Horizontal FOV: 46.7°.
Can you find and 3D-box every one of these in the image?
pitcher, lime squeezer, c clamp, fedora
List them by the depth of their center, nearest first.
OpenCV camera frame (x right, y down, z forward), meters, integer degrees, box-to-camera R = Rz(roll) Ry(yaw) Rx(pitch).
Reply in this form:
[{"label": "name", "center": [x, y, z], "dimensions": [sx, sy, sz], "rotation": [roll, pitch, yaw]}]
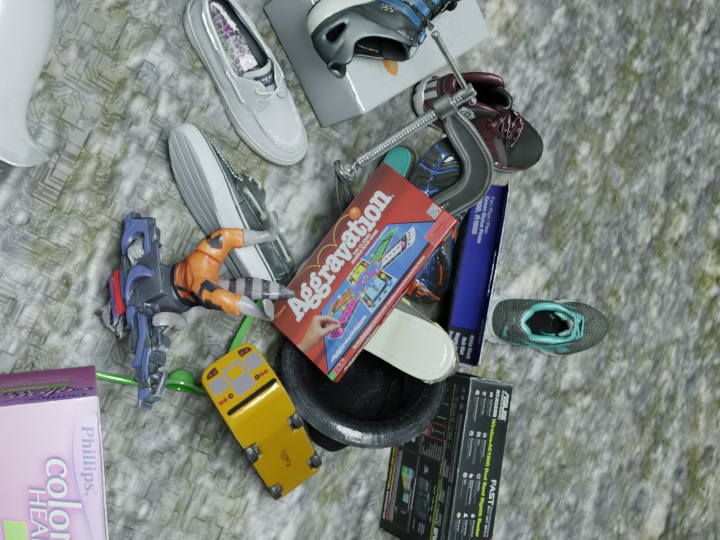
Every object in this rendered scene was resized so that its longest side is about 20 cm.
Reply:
[{"label": "pitcher", "center": [-0.360, -0.202, 0.739], "dimensions": [0.167, 0.121, 0.205], "rotation": [3, 100, -12]}, {"label": "lime squeezer", "center": [-0.176, 0.097, 0.869], "dimensions": [0.197, 0.038, 0.072], "rotation": [-23, 100, -25]}, {"label": "c clamp", "center": [0.050, -0.119, 0.872], "dimensions": [0.198, 0.027, 0.171], "rotation": [-36, 110, 17]}, {"label": "fedora", "center": [-0.004, 0.129, 0.904], "dimensions": [0.196, 0.093, 0.203], "rotation": [13, 42, -11]}]

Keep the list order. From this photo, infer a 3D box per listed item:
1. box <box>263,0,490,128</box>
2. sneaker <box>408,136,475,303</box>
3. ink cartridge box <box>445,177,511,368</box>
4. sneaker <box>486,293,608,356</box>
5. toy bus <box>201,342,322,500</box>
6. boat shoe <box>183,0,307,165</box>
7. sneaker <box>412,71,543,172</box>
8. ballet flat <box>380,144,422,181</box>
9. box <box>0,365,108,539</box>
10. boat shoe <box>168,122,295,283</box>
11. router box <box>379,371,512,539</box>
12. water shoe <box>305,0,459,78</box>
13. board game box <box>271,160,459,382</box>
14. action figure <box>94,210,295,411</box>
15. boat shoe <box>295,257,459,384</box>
[{"label": "box", "center": [0.020, -0.278, 0.931], "dimensions": [0.198, 0.106, 0.154], "rotation": [-34, 105, -24]}, {"label": "sneaker", "center": [0.085, -0.065, 0.951], "dimensions": [0.074, 0.079, 0.203], "rotation": [16, 123, 4]}, {"label": "ink cartridge box", "center": [0.127, 0.008, 0.944], "dimensions": [0.040, 0.200, 0.204], "rotation": [10, 84, 5]}, {"label": "sneaker", "center": [0.248, 0.073, 1.058], "dimensions": [0.196, 0.091, 0.080], "rotation": [3, 89, -27]}, {"label": "toy bus", "center": [-0.096, 0.161, 0.849], "dimensions": [0.065, 0.078, 0.201], "rotation": [-34, 148, -14]}, {"label": "boat shoe", "center": [-0.112, -0.205, 0.883], "dimensions": [0.071, 0.068, 0.203], "rotation": [-32, 104, -23]}, {"label": "sneaker", "center": [0.166, -0.178, 1.001], "dimensions": [0.197, 0.115, 0.077], "rotation": [20, 81, -25]}, {"label": "ballet flat", "center": [0.023, -0.047, 0.960], "dimensions": [0.203, 0.067, 0.064], "rotation": [-62, 144, -11]}, {"label": "box", "center": [-0.271, 0.187, 0.724], "dimensions": [0.094, 0.199, 0.181], "rotation": [-4, 92, -19]}, {"label": "boat shoe", "center": [-0.133, -0.069, 0.881], "dimensions": [0.071, 0.071, 0.203], "rotation": [-39, 117, -31]}, {"label": "router box", "center": [0.094, 0.215, 0.945], "dimensions": [0.061, 0.149, 0.205], "rotation": [11, 85, -26]}, {"label": "water shoe", "center": [0.042, -0.248, 0.838], "dimensions": [0.197, 0.072, 0.080], "rotation": [-22, 83, -16]}, {"label": "board game box", "center": [0.000, 0.000, 0.842], "dimensions": [0.103, 0.019, 0.201], "rotation": [39, 94, 21]}, {"label": "action figure", "center": [-0.167, 0.040, 0.810], "dimensions": [0.189, 0.105, 0.204], "rotation": [-11, 65, 14]}, {"label": "boat shoe", "center": [0.016, 0.053, 0.874], "dimensions": [0.073, 0.200, 0.060], "rotation": [-58, 156, 0]}]
